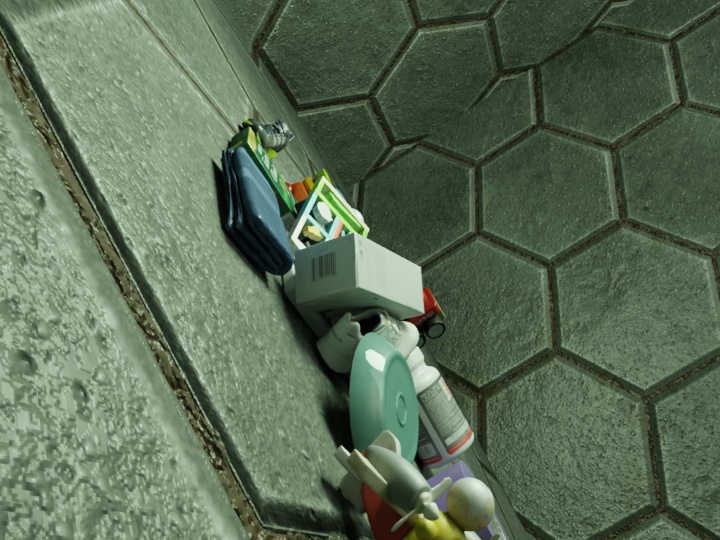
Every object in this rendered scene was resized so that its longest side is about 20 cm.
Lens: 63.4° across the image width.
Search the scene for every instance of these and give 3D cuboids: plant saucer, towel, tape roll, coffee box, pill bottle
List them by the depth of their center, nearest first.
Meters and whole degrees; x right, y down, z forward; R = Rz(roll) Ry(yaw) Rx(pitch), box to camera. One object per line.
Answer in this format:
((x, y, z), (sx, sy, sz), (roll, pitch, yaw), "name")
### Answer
((0.039, 0.181, 0.757), (0.199, 0.035, 0.206), (-10, 90, -70), "plant saucer")
((-0.146, -0.083, 0.802), (0.112, 0.048, 0.202), (55, 7, -40), "towel")
((0.179, 0.423, 0.948), (0.203, 0.084, 0.200), (60, 5, -8), "tape roll")
((-0.157, -0.144, 1.022), (0.202, 0.043, 0.123), (58, 6, -24), "coffee box")
((0.120, 0.257, 1.105), (0.203, 0.114, 0.116), (60, 6, 3), "pill bottle")

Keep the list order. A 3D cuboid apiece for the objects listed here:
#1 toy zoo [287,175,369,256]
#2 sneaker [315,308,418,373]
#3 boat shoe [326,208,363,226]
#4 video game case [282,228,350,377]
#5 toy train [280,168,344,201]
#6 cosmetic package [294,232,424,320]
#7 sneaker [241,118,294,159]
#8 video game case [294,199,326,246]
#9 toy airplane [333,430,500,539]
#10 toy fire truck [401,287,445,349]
((-0.053, -0.047, 0.947), (0.131, 0.020, 0.202), (46, 39, -24), "toy zoo")
((0.028, 0.098, 0.855), (0.198, 0.088, 0.075), (-2, 46, -49), "sneaker")
((-0.031, -0.071, 1.153), (0.073, 0.067, 0.200), (64, -30, 10), "boat shoe")
((-0.071, 0.046, 0.936), (0.183, 0.023, 0.201), (57, 6, -30), "video game case")
((-0.112, -0.175, 1.223), (0.203, 0.114, 0.085), (63, 7, 30), "toy train")
((0.003, 0.020, 0.860), (0.199, 0.111, 0.083), (24, 57, -52), "cosmetic package")
((-0.198, -0.299, 1.263), (0.075, 0.080, 0.200), (58, 6, -2), "sneaker")
((-0.055, -0.015, 1.042), (0.181, 0.025, 0.204), (44, 24, -84), "video game case")
((0.057, 0.231, 0.545), (0.202, 0.139, 0.200), (59, 6, 4), "toy airplane")
((0.069, 0.088, 1.200), (0.201, 0.174, 0.130), (54, 8, -38), "toy fire truck")
